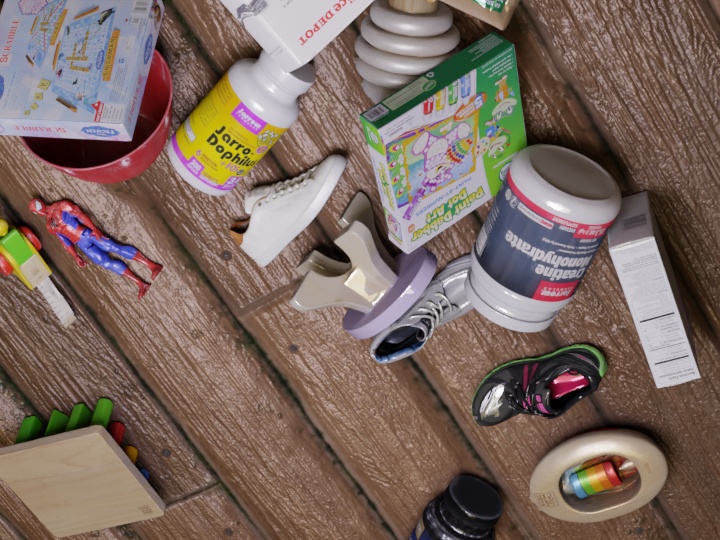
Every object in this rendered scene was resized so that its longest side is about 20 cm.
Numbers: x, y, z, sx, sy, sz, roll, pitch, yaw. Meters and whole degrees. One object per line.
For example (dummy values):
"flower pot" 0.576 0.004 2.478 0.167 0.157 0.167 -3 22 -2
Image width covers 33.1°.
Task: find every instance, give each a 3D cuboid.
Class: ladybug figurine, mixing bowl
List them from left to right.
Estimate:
"mixing bowl" -0.318 -0.185 1.525 0.199 0.201 0.108 2 153 11
"ladybug figurine" 0.325 0.277 1.673 0.199 0.072 0.136 -20 110 20

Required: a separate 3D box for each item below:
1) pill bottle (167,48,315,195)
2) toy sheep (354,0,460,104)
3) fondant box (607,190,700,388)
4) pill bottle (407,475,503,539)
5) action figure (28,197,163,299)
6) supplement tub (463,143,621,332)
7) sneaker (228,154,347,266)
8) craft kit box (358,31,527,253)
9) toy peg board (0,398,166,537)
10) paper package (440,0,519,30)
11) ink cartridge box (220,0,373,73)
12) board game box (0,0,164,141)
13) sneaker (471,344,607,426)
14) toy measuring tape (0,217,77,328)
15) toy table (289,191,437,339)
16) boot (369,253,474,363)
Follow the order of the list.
"pill bottle" -0.146 -0.193 1.514 0.104 0.104 0.200 41 117 -10
"toy sheep" 0.055 -0.254 1.424 0.137 0.138 0.201 7 118 8
"fondant box" 0.360 0.022 1.495 0.058 0.144 0.201 -16 113 17
"pill bottle" 0.128 0.398 1.755 0.111 0.112 0.201 24 119 -1
"action figure" -0.372 -0.039 1.675 0.200 0.052 0.065 36 122 -5
"supplement tub" 0.218 -0.039 1.474 0.140 0.141 0.200 22 124 0
"sneaker" -0.100 -0.091 1.574 0.085 0.073 0.200 39 119 -12
"craft kit box" 0.104 -0.147 1.420 0.200 0.049 0.198 -34 140 -17
"toy peg board" -0.420 0.293 1.841 0.199 0.098 0.200 -15 129 19
"paper package" 0.095 -0.369 1.324 0.199 0.191 0.104 25 119 -3
"ink cartridge box" -0.093 -0.350 1.394 0.145 0.084 0.200 -45 102 -11
"board game box" -0.357 -0.256 1.483 0.199 0.201 0.041 5 154 10
"sneaker" 0.234 0.161 1.626 0.200 0.084 0.077 -27 108 23
"toy measuring tape" -0.469 -0.001 1.712 0.073 0.074 0.200 -12 131 17
"toy table" 0.000 0.000 1.551 0.117 0.184 0.200 36 141 -12
"boot" 0.098 0.058 1.595 0.200 0.096 0.074 -36 105 25
